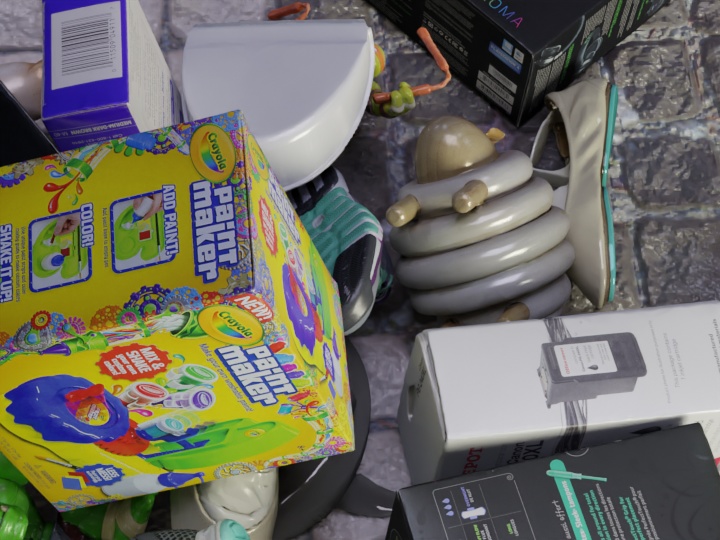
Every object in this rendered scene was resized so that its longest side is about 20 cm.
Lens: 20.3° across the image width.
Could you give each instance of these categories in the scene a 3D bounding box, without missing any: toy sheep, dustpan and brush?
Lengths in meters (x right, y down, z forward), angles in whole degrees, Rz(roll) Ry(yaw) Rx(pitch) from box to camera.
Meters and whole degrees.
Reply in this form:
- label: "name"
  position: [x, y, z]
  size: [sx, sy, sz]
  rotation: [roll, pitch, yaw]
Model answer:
- label: "toy sheep"
  position: [0.084, -0.010, 1.374]
  size: [0.138, 0.138, 0.200]
  rotation: [-18, 101, -15]
- label: "dustpan and brush"
  position: [-0.066, -0.080, 1.372]
  size: [0.139, 0.057, 0.200]
  rotation: [0, 51, 12]

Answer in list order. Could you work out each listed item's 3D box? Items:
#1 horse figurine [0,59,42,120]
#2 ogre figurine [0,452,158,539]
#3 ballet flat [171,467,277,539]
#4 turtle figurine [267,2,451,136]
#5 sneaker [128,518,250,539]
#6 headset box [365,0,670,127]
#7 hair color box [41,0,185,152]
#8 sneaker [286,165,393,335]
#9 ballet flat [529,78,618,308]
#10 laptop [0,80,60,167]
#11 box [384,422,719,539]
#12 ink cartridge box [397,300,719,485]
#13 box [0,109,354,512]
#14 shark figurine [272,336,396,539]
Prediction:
- label: "horse figurine"
  position: [-0.248, -0.126, 1.436]
  size: [0.200, 0.050, 0.133]
  rotation: [-13, 17, -14]
- label: "ogre figurine"
  position: [-0.201, 0.176, 1.265]
  size: [0.120, 0.098, 0.200]
  rotation: [18, 94, -3]
- label: "ballet flat"
  position: [-0.080, 0.104, 1.269]
  size: [0.069, 0.069, 0.200]
  rotation: [3, 69, -3]
- label: "turtle figurine"
  position: [-0.038, -0.123, 1.474]
  size: [0.161, 0.064, 0.200]
  rotation: [-42, 46, -22]
- label: "sneaker"
  position: [-0.113, 0.248, 1.215]
  size: [0.091, 0.078, 0.200]
  rotation: [2, 87, 14]
- label: "headset box"
  position: [0.131, -0.240, 1.546]
  size: [0.200, 0.093, 0.174]
  rotation: [-39, 69, -25]
- label: "hair color box"
  position: [-0.159, -0.095, 1.367]
  size: [0.065, 0.200, 0.109]
  rotation: [-10, 58, 8]
- label: "sneaker"
  position: [0.000, 0.000, 1.344]
  size: [0.074, 0.088, 0.200]
  rotation: [-38, 25, 13]
- label: "ballet flat"
  position: [0.153, -0.057, 1.455]
  size: [0.069, 0.070, 0.200]
  rotation: [7, 52, 0]
- label: "laptop"
  position: [-0.231, -0.013, 1.291]
  size: [0.187, 0.200, 0.116]
  rotation: [-42, 47, 17]
- label: "box"
  position: [0.124, 0.196, 1.244]
  size: [0.200, 0.149, 0.124]
  rotation: [-12, 61, -11]
- label: "ink cartridge box"
  position: [0.133, 0.095, 1.309]
  size: [0.200, 0.145, 0.084]
  rotation: [-6, 61, -8]
- label: "box"
  position: [-0.124, 0.029, 1.157]
  size: [0.192, 0.200, 0.122]
  rotation: [-13, 57, 10]
- label: "shark figurine"
  position: [-0.022, 0.082, 1.341]
  size: [0.128, 0.090, 0.215]
  rotation: [5, 60, -3]
